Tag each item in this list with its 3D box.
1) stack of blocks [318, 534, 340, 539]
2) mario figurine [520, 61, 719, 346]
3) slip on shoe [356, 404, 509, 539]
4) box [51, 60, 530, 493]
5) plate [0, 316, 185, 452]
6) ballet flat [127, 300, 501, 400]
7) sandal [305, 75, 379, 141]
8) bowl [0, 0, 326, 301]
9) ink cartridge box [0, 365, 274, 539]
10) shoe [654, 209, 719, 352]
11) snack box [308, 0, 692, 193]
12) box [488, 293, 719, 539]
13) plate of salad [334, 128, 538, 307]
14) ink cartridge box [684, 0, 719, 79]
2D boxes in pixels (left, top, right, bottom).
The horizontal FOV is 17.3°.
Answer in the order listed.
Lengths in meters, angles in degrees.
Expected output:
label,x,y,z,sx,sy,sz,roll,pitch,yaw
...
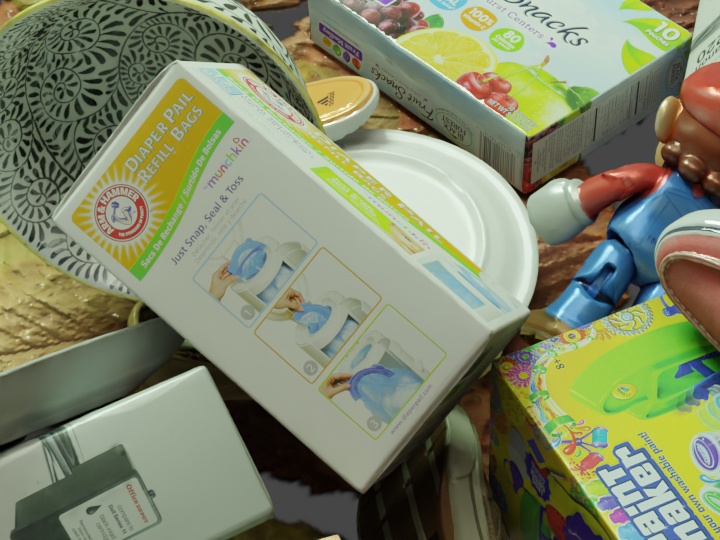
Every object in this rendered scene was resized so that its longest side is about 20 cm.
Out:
label,x,y,z,sx,sy,sz,roll,pitch,yaw
stack of blocks,-0.093,0.204,1.086,0.200,0.115,0.059,-15,47,-12
mario figurine,0.172,-0.025,1.298,0.106,0.123,0.200,24,78,51
slip on shoe,0.048,0.143,1.185,0.061,0.076,0.200,35,23,-27
box,-0.031,-0.002,1.147,0.200,0.101,0.112,41,12,7
plate,-0.199,0.081,1.151,0.200,0.200,0.032,-20,85,-56
ballet flat,-0.027,0.035,1.232,0.200,0.063,0.069,-6,51,10
sandal,-0.093,-0.093,1.382,0.207,0.059,0.079,-16,29,10
bowl,-0.105,-0.088,1.282,0.201,0.201,0.094,7,37,8
ink cartridge box,-0.159,0.127,1.134,0.200,0.147,0.083,-23,88,-21
shoe,0.202,0.048,1.092,0.200,0.071,0.091,34,50,25
snack box,0.084,-0.145,1.468,0.142,0.053,0.200,-32,53,-28
box,0.193,0.117,1.161,0.193,0.122,0.200,-21,48,-17
plate of salad,0.000,0.000,1.329,0.200,0.048,0.200,-2,50,2
ink cartridge box,0.269,-0.153,1.392,0.085,0.146,0.200,34,42,-16
